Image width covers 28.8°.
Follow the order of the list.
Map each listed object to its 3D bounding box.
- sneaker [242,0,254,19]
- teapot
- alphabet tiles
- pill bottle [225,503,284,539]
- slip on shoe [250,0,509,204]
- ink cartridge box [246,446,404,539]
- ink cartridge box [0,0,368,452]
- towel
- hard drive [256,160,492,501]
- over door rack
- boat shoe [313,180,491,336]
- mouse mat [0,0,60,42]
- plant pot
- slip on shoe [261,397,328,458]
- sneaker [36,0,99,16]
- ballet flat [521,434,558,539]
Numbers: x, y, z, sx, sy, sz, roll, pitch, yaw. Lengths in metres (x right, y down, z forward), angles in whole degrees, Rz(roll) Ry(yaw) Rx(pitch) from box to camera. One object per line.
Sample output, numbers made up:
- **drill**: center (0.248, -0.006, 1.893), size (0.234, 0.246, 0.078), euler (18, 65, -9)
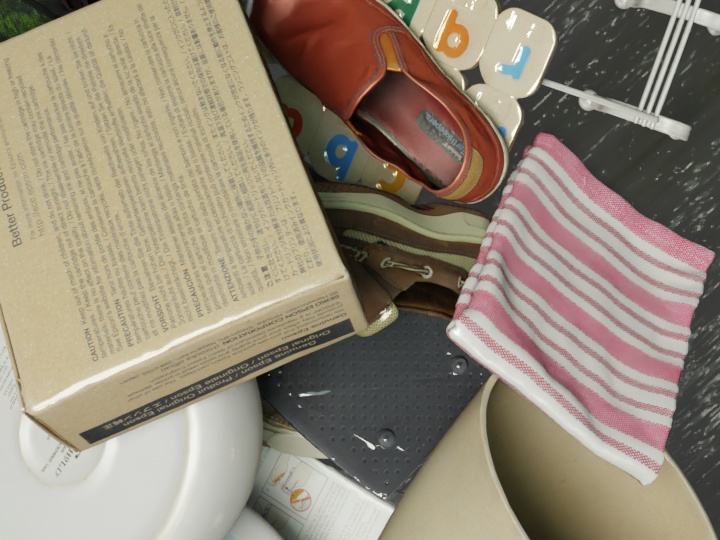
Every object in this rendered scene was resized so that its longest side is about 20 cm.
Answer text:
- **sneaker**: center (-0.105, -0.128, 0.829), size (0.070, 0.113, 0.203), euler (5, 114, -10)
- **teapot**: center (-0.134, 0.093, 0.801), size (0.197, 0.146, 0.200), euler (-14, 82, 19)
- **alphabet tiles**: center (0.019, -0.146, 0.873), size (0.198, 0.015, 0.198), euler (28, 106, 15)
- **pill bottle**: center (-0.125, 0.239, 0.855), size (0.200, 0.111, 0.111), euler (-40, 93, -26)
- **slip on shoe**: center (0.005, -0.115, 0.843), size (0.200, 0.061, 0.074), euler (44, 112, 12)
- **ink cartridge box**: center (-0.025, 0.214, 0.955), size (0.199, 0.050, 0.164), euler (31, 100, 16)
- **ink cartridge box**: center (-0.106, -0.036, 0.702), size (0.163, 0.075, 0.202), euler (-22, 65, 0)
- **towel**: center (0.137, 0.014, 0.834), size (0.146, 0.201, 0.030), euler (35, 133, -6)
- **hard drive**: center (-0.014, 0.037, 0.880), size (0.135, 0.042, 0.200), euler (-43, 73, -16)
- **over door rack**: center (0.136, -0.182, 0.874), size (0.198, 0.067, 0.150), euler (22, 99, 17)
- **boat shoe**: center (0.004, -0.002, 0.799), size (0.200, 0.074, 0.076), euler (4, 72, -36)
- **mouse mat**: center (-0.166, -0.047, 0.809), size (0.199, 0.008, 0.162), euler (30, 97, -34)
- **plant pot**: center (0.078, 0.187, 0.819), size (0.187, 0.187, 0.200), euler (44, 120, -1)
- **slip on shoe**: center (-0.058, 0.074, 0.917), size (0.197, 0.076, 0.061), euler (10, 107, 12)
- **sneaker**: center (-0.142, -0.180, 0.892), size (0.199, 0.076, 0.116), euler (-37, 96, 8)
- **ballet flat**: center (0.115, 0.091, 0.906), size (0.063, 0.067, 0.203), euler (-15, 108, -29)
